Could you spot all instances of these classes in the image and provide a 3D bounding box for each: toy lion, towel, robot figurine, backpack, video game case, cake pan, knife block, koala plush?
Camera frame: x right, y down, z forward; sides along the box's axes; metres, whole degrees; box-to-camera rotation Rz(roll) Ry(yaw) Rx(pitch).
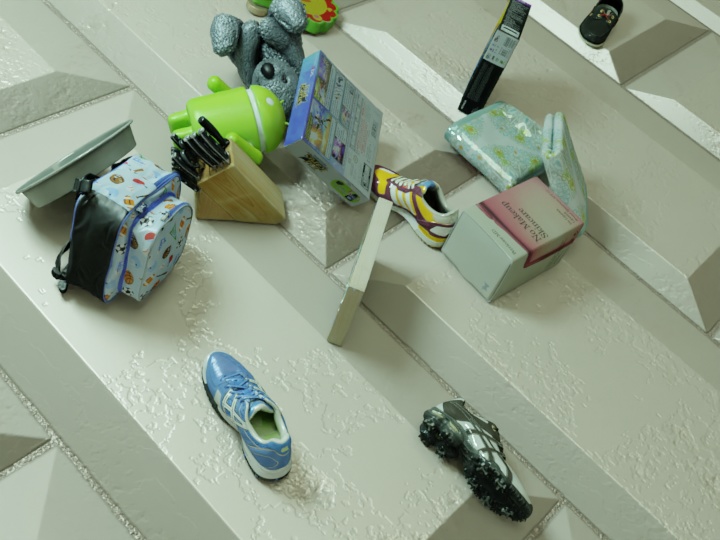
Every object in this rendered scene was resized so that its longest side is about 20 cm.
[{"bbox_3d":[-0.137,-0.575,1.895,0.190,0.069,0.201,13,46,-19],"label":"toy lion"},{"bbox_3d":[0.369,-0.177,1.657,0.048,0.172,0.201,-15,28,21],"label":"towel"},{"bbox_3d":[-0.213,-0.238,1.505,0.198,0.116,0.176,-15,48,-10],"label":"robot figurine"},{"bbox_3d":[-0.323,-0.067,1.290,0.153,0.201,0.191,27,38,-5],"label":"backpack"},{"bbox_3d":[-0.042,-0.241,1.550,0.181,0.045,0.202,40,46,-39],"label":"video game case"},{"bbox_3d":[-0.412,-0.156,1.342,0.037,0.199,0.200,58,45,-18],"label":"cake pan"},{"bbox_3d":[0.280,-0.243,1.757,0.171,0.048,0.199,44,50,19],"label":"towel"},{"bbox_3d":[-0.200,-0.158,1.416,0.198,0.176,0.064,4,50,-18],"label":"knife block"},{"bbox_3d":[-0.154,-0.345,1.623,0.176,0.184,0.202,-17,68,-1],"label":"koala plush"}]

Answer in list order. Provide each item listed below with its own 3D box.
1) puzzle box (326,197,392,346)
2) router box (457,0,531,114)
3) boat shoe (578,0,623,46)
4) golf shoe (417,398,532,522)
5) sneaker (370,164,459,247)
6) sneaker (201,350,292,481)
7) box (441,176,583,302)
[{"bbox_3d":[0.000,0.000,1.384,0.025,0.134,0.201,21,45,-2],"label":"puzzle box"},{"bbox_3d":[0.267,-0.424,1.815,0.051,0.201,0.150,26,45,-1],"label":"router box"},{"bbox_3d":[0.580,-0.605,2.194,0.073,0.063,0.202,33,48,5],"label":"boat shoe"},{"bbox_3d":[0.177,0.254,1.268,0.094,0.078,0.200,-29,66,-38],"label":"golf shoe"},{"bbox_3d":[0.091,-0.134,1.567,0.200,0.090,0.075,41,48,17],"label":"sneaker"},{"bbox_3d":[-0.145,0.178,1.210,0.075,0.077,0.200,-22,59,-33],"label":"sneaker"},{"bbox_3d":[0.260,-0.056,1.551,0.199,0.109,0.128,-25,63,-37],"label":"box"}]
